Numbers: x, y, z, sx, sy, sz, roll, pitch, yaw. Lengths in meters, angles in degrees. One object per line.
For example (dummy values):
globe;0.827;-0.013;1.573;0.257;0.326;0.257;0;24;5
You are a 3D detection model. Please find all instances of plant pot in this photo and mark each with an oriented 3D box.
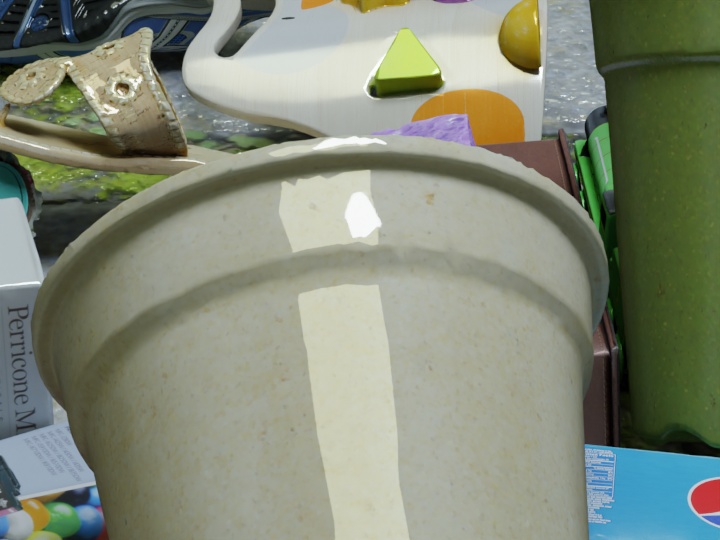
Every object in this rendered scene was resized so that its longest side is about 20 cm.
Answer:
plant pot;-0.001;0.090;0.729;0.199;0.201;0.185;-4;56;-9
plant pot;0.173;-0.023;0.883;0.198;0.192;0.200;4;0;0

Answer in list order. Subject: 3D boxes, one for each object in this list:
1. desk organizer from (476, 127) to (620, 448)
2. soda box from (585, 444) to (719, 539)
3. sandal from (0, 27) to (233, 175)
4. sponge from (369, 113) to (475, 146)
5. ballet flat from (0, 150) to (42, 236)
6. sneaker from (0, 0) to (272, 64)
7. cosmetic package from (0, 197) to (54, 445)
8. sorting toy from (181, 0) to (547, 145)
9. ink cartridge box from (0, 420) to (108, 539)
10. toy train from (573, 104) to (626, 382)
desk organizer;0.062;0.016;0.982;0.076;0.072;0.200;-4;29;1
soda box;0.166;0.115;0.819;0.198;0.068;0.064;5;29;7
sandal;-0.100;-0.078;1.075;0.210;0.070;0.078;15;10;-13
sponge;0.000;0.000;0.932;0.111;0.030;0.200;-15;27;7
ballet flat;-0.247;-0.018;1.049;0.198;0.076;0.064;-5;0;-19
sneaker;-0.124;-0.145;1.258;0.198;0.077;0.076;-12;57;10
cosmetic package;-0.225;0.041;0.899;0.198;0.102;0.071;-8;32;-13
sorting toy;0.003;-0.113;1.159;0.178;0.108;0.200;4;30;1
ink cartridge box;-0.097;0.102;0.862;0.199;0.042;0.119;-13;34;-27
toy train;0.123;-0.016;1.054;0.041;0.057;0.200;0;31;-3
